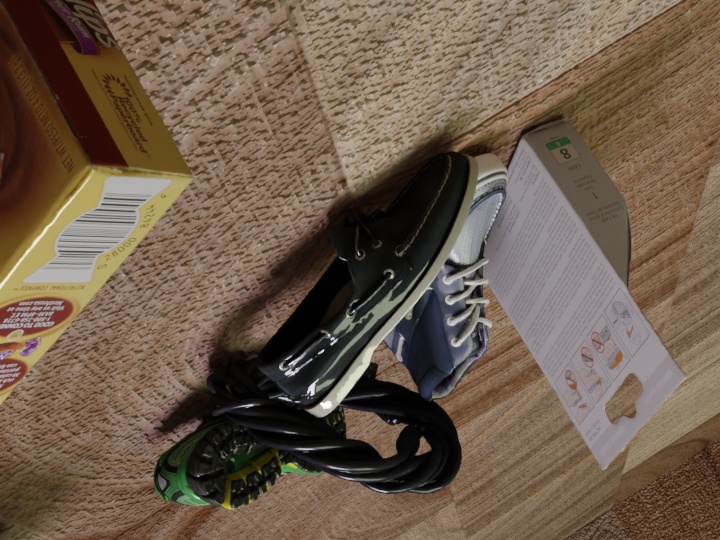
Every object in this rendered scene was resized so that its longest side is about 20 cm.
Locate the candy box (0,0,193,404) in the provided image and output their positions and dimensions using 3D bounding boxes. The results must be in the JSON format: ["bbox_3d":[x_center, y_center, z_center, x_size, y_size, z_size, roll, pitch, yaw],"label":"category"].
[{"bbox_3d":[-0.163,-0.015,0.483,0.200,0.117,0.056,-46,154,28],"label":"candy box"}]

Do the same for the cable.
[{"bbox_3d":[-0.020,0.110,0.881,0.199,0.163,0.051,7,115,-46],"label":"cable"}]

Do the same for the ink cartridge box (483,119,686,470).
[{"bbox_3d":[0.161,0.019,0.874,0.050,0.201,0.162,-23,156,-22],"label":"ink cartridge box"}]

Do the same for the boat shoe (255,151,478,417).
[{"bbox_3d":[-0.001,-0.001,0.793,0.066,0.075,0.200,30,108,-20],"label":"boat shoe"}]

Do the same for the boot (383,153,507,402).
[{"bbox_3d":[0.072,0.009,0.878,0.072,0.091,0.201,-21,155,-30],"label":"boot"}]

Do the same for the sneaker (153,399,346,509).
[{"bbox_3d":[-0.083,0.132,0.973,0.084,0.079,0.199,-10,-179,38],"label":"sneaker"}]
